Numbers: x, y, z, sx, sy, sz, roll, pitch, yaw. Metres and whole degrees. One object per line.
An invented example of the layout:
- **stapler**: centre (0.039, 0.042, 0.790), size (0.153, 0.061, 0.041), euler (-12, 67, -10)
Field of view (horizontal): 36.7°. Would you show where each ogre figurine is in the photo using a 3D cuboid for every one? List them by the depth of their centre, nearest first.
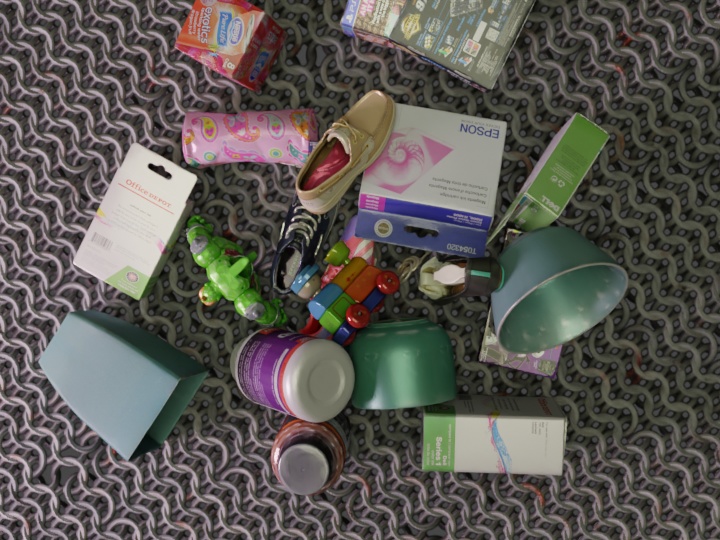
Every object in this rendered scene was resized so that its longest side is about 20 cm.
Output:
- **ogre figurine**: centre (-0.187, 0.005, 1.568), size (0.097, 0.120, 0.202), euler (-22, 92, 4)

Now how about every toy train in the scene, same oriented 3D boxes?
- **toy train**: centre (0.000, 0.000, 1.526), size (0.116, 0.085, 0.200), euler (42, 60, 2)

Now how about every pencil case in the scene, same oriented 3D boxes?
- **pencil case**: centre (-0.157, -0.190, 1.571), size (0.197, 0.087, 0.089), euler (0, 94, 2)

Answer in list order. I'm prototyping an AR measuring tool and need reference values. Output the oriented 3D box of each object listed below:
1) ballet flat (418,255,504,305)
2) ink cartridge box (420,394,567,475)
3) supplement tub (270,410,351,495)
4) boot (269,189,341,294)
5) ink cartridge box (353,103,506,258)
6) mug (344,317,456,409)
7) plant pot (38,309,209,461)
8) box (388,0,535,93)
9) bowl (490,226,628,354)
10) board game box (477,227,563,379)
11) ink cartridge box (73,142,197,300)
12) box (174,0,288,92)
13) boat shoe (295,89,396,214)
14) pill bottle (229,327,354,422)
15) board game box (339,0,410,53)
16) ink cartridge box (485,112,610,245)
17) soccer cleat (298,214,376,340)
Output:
- **ballet flat**: centre (0.124, 0.008, 1.514), size (0.068, 0.200, 0.069), euler (7, 79, -23)
- **ink cartridge box**: centre (0.186, 0.232, 1.553), size (0.197, 0.145, 0.085), euler (2, 95, 2)
- **supplement tub**: centre (-0.070, 0.252, 1.539), size (0.105, 0.200, 0.109), euler (1, 97, 4)
- **boot**: centre (-0.078, -0.060, 1.572), size (0.072, 0.090, 0.203), euler (16, 95, 2)
- **ink cartridge box**: centre (0.100, -0.131, 1.555), size (0.193, 0.043, 0.203), euler (9, 76, 2)
- **mug**: centre (0.043, 0.130, 1.550), size (0.182, 0.152, 0.116), euler (-5, 91, 4)
- **plant pot**: centre (-0.353, 0.150, 1.582), size (0.199, 0.141, 0.142), euler (36, 95, 7)
- **box**: centre (0.150, -0.365, 1.462), size (0.157, 0.046, 0.202), euler (26, 95, 1)
- **bowl**: centre (0.257, 0.016, 1.501), size (0.199, 0.201, 0.106), euler (-28, 57, 4)
- **board game box**: centre (0.250, 0.048, 1.596), size (0.118, 0.032, 0.203), euler (11, 95, -2)
- **ink cartridge box**: centre (-0.322, -0.074, 1.595), size (0.116, 0.067, 0.202), euler (28, 96, 1)
- **box**: centre (-0.174, -0.319, 1.503), size (0.095, 0.200, 0.101), euler (29, 95, 3)
- **boat shoe**: centre (-0.021, -0.172, 1.518), size (0.073, 0.069, 0.201), euler (31, 84, 23)
- **pill bottle**: centre (-0.104, 0.142, 1.532), size (0.111, 0.199, 0.114), euler (-4, 97, -36)
- **board game box**: centre (0.088, -0.390, 1.535), size (0.197, 0.097, 0.162), euler (17, 95, 2)
- **ink cartridge box**: centre (0.259, -0.111, 1.513), size (0.059, 0.104, 0.201), euler (34, 74, 0)
- **soccer cleat**: centre (-0.032, 0.015, 1.579), size (0.076, 0.067, 0.203), euler (9, 101, -34)
